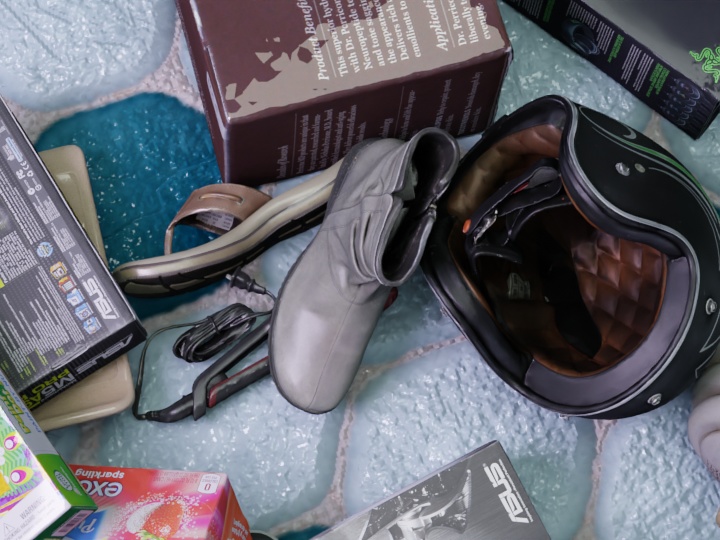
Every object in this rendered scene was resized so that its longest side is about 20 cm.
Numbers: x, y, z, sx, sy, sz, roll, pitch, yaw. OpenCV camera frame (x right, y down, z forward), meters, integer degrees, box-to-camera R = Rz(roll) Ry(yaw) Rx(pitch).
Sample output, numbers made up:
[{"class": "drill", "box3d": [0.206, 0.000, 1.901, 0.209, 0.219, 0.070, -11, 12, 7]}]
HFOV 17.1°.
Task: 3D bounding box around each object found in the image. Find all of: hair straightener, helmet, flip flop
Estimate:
[{"class": "hair straightener", "box3d": [-0.076, 0.039, 1.651, 0.200, 0.041, 0.077, -32, 78, -6]}, {"class": "helmet", "box3d": [0.152, -0.001, 1.587, 0.191, 0.200, 0.200, 42, 75, -19]}, {"class": "flip flop", "box3d": [-0.084, -0.038, 1.645, 0.200, 0.081, 0.058, -29, 84, -14]}]

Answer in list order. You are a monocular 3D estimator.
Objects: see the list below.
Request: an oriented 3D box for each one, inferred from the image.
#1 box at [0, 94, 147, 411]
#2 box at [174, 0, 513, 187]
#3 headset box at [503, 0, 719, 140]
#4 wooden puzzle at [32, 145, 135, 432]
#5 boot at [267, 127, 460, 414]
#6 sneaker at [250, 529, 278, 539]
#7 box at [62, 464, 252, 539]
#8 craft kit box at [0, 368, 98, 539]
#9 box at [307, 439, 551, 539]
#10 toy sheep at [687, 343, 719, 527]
[{"class": "box", "box3d": [-0.259, 0.001, 1.593, 0.160, 0.044, 0.200, -33, 71, -3]}, {"class": "box", "box3d": [-0.018, -0.173, 1.641, 0.199, 0.164, 0.166, -14, 76, -6]}, {"class": "headset box", "box3d": [0.226, -0.218, 1.702, 0.200, 0.093, 0.174, 38, 77, 7]}, {"class": "wooden puzzle", "box3d": [-0.258, 0.027, 1.633, 0.185, 0.046, 0.201, -14, 71, 0]}, {"class": "boot", "box3d": [0.000, 0.000, 1.567, 0.068, 0.131, 0.201, 19, 88, -14]}, {"class": "sneaker", "box3d": [-0.103, 0.257, 1.560, 0.075, 0.088, 0.200, 28, 74, 7]}, {"class": "box", "box3d": [-0.175, 0.189, 1.526, 0.199, 0.096, 0.100, 2, 47, 19]}, {"class": "craft kit box", "box3d": [-0.293, 0.129, 1.481, 0.200, 0.048, 0.198, -41, 71, 11]}, {"class": "box", "box3d": [0.067, 0.236, 1.581, 0.158, 0.048, 0.200, -26, 84, -10]}, {"class": "toy sheep", "box3d": [0.285, 0.089, 1.601, 0.138, 0.138, 0.200, 29, 59, 5]}]
